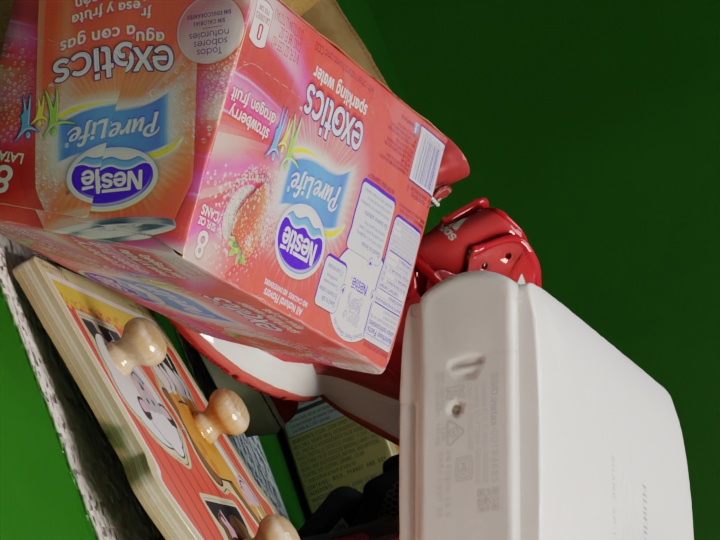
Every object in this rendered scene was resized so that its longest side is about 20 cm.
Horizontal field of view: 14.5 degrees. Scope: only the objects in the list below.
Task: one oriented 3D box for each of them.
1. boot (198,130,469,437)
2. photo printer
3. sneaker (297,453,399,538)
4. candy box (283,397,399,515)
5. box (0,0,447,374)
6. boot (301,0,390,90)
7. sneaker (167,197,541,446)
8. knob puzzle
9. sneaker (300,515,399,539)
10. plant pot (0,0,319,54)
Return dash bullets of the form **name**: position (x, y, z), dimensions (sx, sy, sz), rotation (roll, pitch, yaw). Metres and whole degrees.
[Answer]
- **boot**: position (-0.013, -0.009, 1.344), dimensions (0.200, 0.144, 0.073), rotation (-100, 168, -56)
- **photo printer**: position (0.087, 0.109, 1.216), dimensions (0.200, 0.069, 0.167), rotation (37, 48, -55)
- **sneaker**: position (0.025, 0.174, 1.366), dimensions (0.076, 0.114, 0.200), rotation (-47, 145, -61)
- **candy box**: position (-0.003, 0.090, 1.485), dimensions (0.115, 0.055, 0.200), rotation (52, 17, -67)
- **box**: position (-0.053, -0.035, 1.047), dimensions (0.200, 0.094, 0.103), rotation (31, 72, -65)
- **boot**: position (-0.041, -0.137, 1.281), dimensions (0.200, 0.066, 0.175), rotation (61, -1, 21)
- **sneaker**: position (0.000, 0.000, 1.225), dimensions (0.200, 0.116, 0.078), rotation (25, 18, -48)
- **knob puzzle**: position (-0.048, 0.085, 1.078), dimensions (0.220, 0.030, 0.220), rotation (57, 4, -6)
- **sneaker**: position (0.004, 0.176, 1.224), dimensions (0.200, 0.079, 0.096), rotation (-74, 152, -78)
- **plant pot**: position (-0.069, -0.160, 1.139), dimensions (0.186, 0.200, 0.187), rotation (-21, 90, -83)
